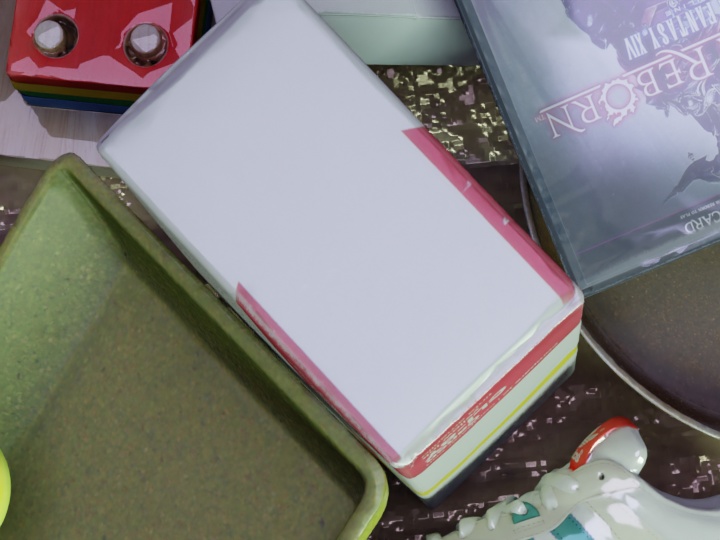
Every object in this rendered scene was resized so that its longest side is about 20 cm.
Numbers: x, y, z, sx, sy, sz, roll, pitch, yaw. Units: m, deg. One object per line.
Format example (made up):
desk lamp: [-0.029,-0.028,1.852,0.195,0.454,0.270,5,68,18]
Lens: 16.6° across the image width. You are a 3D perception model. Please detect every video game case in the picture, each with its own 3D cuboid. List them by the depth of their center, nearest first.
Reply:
video game case: [0.101,-0.110,0.837,0.142,0.019,0.201,-23,89,12]

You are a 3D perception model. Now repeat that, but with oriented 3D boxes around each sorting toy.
sorting toy: [-0.137,-0.147,0.953,0.197,0.070,0.202,6,80,4]

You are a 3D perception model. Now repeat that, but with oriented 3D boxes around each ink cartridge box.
ink cartridge box: [0.000,0.000,0.852,0.083,0.200,0.145,-44,80,-3]

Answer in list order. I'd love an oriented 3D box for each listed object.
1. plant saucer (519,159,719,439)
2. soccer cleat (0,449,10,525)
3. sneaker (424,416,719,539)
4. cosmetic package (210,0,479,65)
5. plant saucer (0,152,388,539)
plant saucer: [0.149,-0.022,0.908,0.198,0.032,0.202,6,66,-13]
soccer cleat: [-0.213,0.056,0.880,0.199,0.084,0.065,20,91,30]
sneaker: [0.066,0.097,0.884,0.198,0.070,0.094,3,96,-1]
cosmetic package: [-0.003,-0.177,0.919,0.150,0.052,0.202,-4,74,-40]
plant saucer: [-0.086,0.095,0.863,0.200,0.048,0.201,43,108,35]
